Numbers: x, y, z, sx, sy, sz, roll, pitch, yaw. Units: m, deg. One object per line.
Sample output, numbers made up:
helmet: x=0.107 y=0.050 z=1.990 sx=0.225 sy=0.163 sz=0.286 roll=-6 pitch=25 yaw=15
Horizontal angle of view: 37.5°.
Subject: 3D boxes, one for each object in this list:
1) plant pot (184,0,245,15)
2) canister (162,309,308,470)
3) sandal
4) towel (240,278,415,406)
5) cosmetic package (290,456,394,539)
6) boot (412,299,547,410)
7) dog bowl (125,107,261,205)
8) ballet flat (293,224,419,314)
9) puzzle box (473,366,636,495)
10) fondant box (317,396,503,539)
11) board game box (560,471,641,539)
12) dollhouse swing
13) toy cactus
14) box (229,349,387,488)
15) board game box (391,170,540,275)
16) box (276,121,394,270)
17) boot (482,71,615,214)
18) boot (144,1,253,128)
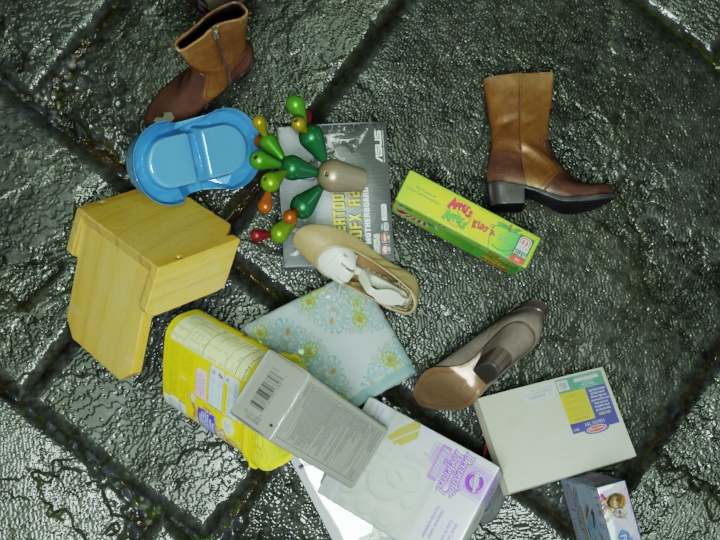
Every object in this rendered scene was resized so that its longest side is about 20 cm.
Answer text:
plant pot: x=-0.192 y=-0.464 z=1.468 sx=0.200 sy=0.200 sz=0.199 roll=38 pitch=91 yaw=2
canister: x=-0.168 y=0.150 z=1.386 sx=0.199 sy=0.086 sz=0.150 roll=24 pitch=118 yaw=37
sandal: x=0.199 y=0.256 z=1.471 sx=0.075 sy=0.045 sz=0.202 roll=22 pitch=84 yaw=2
towel: x=-0.044 y=0.111 z=1.447 sx=0.199 sy=0.048 sz=0.172 roll=-26 pitch=81 yaw=-23
cosmetic package: x=-0.030 y=0.300 z=1.456 sx=0.082 sy=0.051 sz=0.201 roll=-29 pitch=86 yaw=-4
boot: x=0.172 y=0.113 z=1.460 sx=0.070 sy=0.199 sz=0.146 roll=53 pitch=49 yaw=-9
dog bowl: x=-0.230 y=-0.156 z=1.454 sx=0.199 sy=0.049 sz=0.113 roll=-19 pitch=104 yaw=-34
ballet flat: x=0.000 y=0.000 z=1.436 sx=0.199 sy=0.063 sz=0.069 roll=25 pitch=119 yaw=-21
puzzle box: x=0.266 y=0.218 z=1.451 sx=0.198 sy=0.025 sz=0.134 roll=-11 pitch=70 yaw=-17
fondant box: x=0.065 y=0.275 z=1.381 sx=0.199 sy=0.058 sz=0.145 roll=26 pitch=79 yaw=19
board game box: x=0.327 y=0.368 z=1.387 sx=0.041 sy=0.200 sz=0.202 roll=-14 pitch=85 yaw=-4
dollhouse swing: x=-0.283 y=0.017 z=1.427 sx=0.181 sy=0.199 sz=0.177 roll=-22 pitch=128 yaw=-38
toy cactus: x=-0.075 y=-0.130 z=1.443 sx=0.164 sy=0.102 sz=0.202 roll=8 pitch=81 yaw=-19
box: x=-0.059 y=0.186 z=1.305 sx=0.077 sy=0.200 sz=0.095 roll=26 pitch=78 yaw=39
board game box: x=0.143 y=-0.064 z=1.474 sx=0.199 sy=0.102 sz=0.048 roll=28 pitch=84 yaw=1
box: x=-0.035 y=-0.104 z=1.499 sx=0.157 sy=0.048 sz=0.202 roll=-2 pitch=84 yaw=-3
boot: x=0.270 y=-0.184 z=1.525 sx=0.186 sy=0.069 sz=0.202 roll=0 pitch=77 yaw=5
boot: x=-0.222 y=-0.264 z=1.425 sx=0.187 sy=0.200 sz=0.069 roll=-31 pitch=87 yaw=-5
